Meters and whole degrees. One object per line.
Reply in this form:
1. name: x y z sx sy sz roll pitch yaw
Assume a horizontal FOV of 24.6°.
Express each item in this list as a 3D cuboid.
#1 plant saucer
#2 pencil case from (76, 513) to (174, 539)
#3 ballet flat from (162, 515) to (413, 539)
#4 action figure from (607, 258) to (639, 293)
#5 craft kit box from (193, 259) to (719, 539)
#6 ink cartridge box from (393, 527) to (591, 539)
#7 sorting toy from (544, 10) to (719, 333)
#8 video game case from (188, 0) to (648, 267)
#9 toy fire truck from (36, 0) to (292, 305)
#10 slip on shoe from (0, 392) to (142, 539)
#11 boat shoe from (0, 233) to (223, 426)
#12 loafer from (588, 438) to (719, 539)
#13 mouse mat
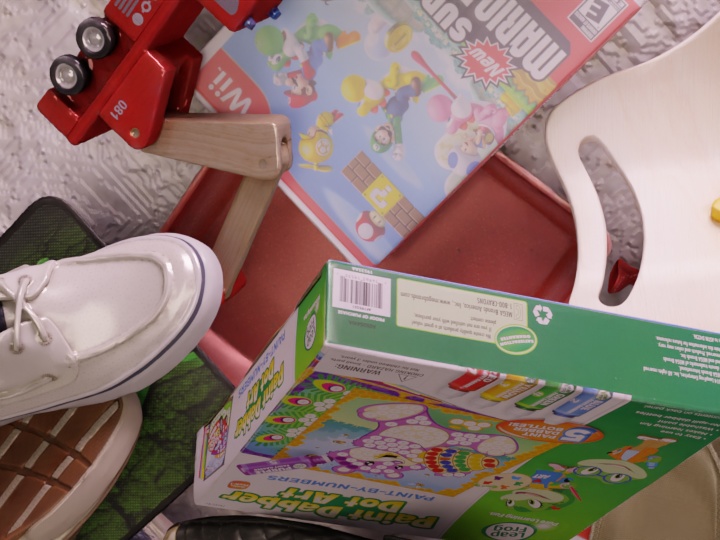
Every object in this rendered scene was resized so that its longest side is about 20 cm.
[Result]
1. plant saucer: 0.000 0.000 0.879 0.200 0.037 0.200 37 106 4
2. pencil case: -0.100 0.188 0.918 0.200 0.078 0.090 42 135 2
3. ballet flat: -0.025 0.154 0.819 0.199 0.066 0.057 2 77 37
4. action figure: 0.224 0.042 0.829 0.199 0.099 0.066 28 107 -1
5. craft kit box: 0.043 0.072 0.769 0.198 0.198 0.049 10 63 -17
6. ink cartridge box: 0.099 0.160 0.900 0.161 0.050 0.201 25 109 3
7. sorting toy: 0.180 -0.037 0.788 0.179 0.107 0.202 -9 67 11
8. video game case: 0.023 -0.116 0.824 0.143 0.017 0.200 46 107 2
9. toy fire truck: -0.083 -0.073 0.823 0.141 0.049 0.200 44 117 3
10. slip on shoe: -0.176 0.136 0.849 0.200 0.061 0.076 -52 54 4
11. boat shoe: -0.163 0.031 0.801 0.199 0.070 0.071 -19 69 21
12. loafer: 0.150 0.167 0.852 0.075 0.068 0.202 9 90 2
13. mouse mat: -0.171 0.079 0.864 0.200 0.008 0.161 -43 91 19
